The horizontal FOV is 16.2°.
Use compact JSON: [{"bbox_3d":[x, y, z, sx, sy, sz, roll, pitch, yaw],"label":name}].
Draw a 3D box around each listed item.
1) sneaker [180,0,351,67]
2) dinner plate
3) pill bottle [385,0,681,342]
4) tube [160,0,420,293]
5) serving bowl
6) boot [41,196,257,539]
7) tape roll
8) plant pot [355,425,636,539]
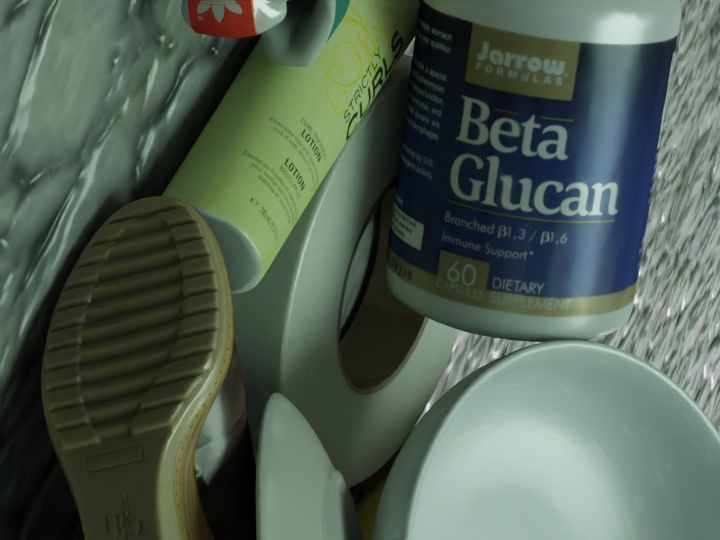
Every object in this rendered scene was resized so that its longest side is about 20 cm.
[{"bbox_3d":[-0.042,-0.137,0.926,0.200,0.070,0.093,40,62,-67],"label":"sneaker"},{"bbox_3d":[-0.011,0.146,0.987,0.200,0.024,0.200,-8,90,-85],"label":"dinner plate"},{"bbox_3d":[0.076,-0.079,1.080,0.111,0.111,0.200,-25,126,-60],"label":"pill bottle"},{"bbox_3d":[-0.021,-0.078,1.039,0.200,0.052,0.058,-60,175,-36],"label":"tube"},{"bbox_3d":[0.078,0.132,1.070,0.200,0.066,0.200,7,78,-35],"label":"serving bowl"},{"bbox_3d":[-0.066,0.089,0.984,0.166,0.072,0.200,60,27,-64],"label":"boot"},{"bbox_3d":[0.000,0.000,1.146,0.203,0.037,0.203,-43,141,-49],"label":"tape roll"},{"bbox_3d":[0.048,0.175,1.188,0.189,0.201,0.201,-26,129,-41],"label":"plant pot"}]
